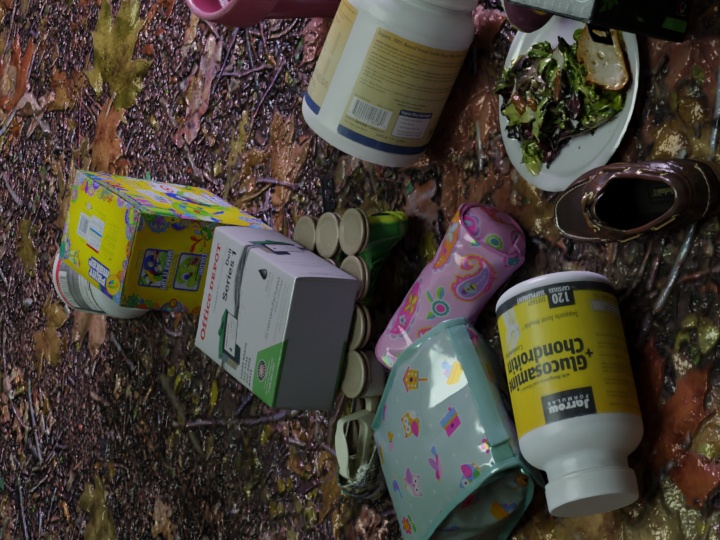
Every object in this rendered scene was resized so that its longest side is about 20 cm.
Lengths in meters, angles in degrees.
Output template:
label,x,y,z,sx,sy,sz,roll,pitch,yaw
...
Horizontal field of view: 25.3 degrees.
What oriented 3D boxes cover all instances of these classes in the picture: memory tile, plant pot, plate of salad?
label,x,y,z,sx,sy,sz,roll,pitch,yaw
memory tile,-0.031,0.037,1.726,0.153,0.017,0.202,-8,81,58
plant pot,-0.087,-0.372,1.847,0.199,0.178,0.202,-12,76,55
plate of salad,0.189,-0.176,1.530,0.199,0.048,0.202,-11,77,55

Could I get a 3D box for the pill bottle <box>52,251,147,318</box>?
label,x,y,z,sx,sy,sz,roll,pitch,yaw
pill bottle,-0.339,0.009,2.218,0.199,0.110,0.112,5,89,55

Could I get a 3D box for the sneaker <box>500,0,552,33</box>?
label,x,y,z,sx,sy,sz,roll,pitch,yaw
sneaker,0.197,-0.316,1.499,0.090,0.074,0.202,28,100,55

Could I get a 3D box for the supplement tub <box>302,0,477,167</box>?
label,x,y,z,sx,sy,sz,roll,pitch,yaw
supplement tub,0.034,-0.227,1.679,0.145,0.143,0.201,51,125,46

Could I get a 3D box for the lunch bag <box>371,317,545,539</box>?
label,x,y,z,sx,sy,sz,roll,pitch,yaw
lunch bag,0.095,0.162,1.529,0.201,0.121,0.171,112,147,-52

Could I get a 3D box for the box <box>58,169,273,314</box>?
label,x,y,z,sx,sy,sz,roll,pitch,yaw
box,-0.246,-0.034,2.018,0.200,0.191,0.123,30,109,54

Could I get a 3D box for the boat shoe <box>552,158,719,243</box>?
label,x,y,z,sx,sy,sz,roll,pitch,yaw
boat shoe,0.233,-0.062,1.422,0.199,0.070,0.071,-16,91,56

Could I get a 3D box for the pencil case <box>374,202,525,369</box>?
label,x,y,z,sx,sy,sz,roll,pitch,yaw
pencil case,0.091,0.028,1.616,0.201,0.087,0.088,-61,41,32

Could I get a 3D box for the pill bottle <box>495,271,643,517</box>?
label,x,y,z,sx,sy,sz,roll,pitch,yaw
pill bottle,0.190,0.111,1.428,0.112,0.111,0.202,-34,58,48

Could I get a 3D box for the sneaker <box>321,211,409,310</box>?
label,x,y,z,sx,sy,sz,roll,pitch,yaw
sneaker,0.000,0.000,1.771,0.200,0.074,0.084,-46,63,46

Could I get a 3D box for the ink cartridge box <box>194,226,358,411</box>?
label,x,y,z,sx,sy,sz,roll,pitch,yaw
ink cartridge box,-0.095,0.048,1.732,0.200,0.084,0.148,29,111,55

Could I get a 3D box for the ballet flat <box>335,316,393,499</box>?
label,x,y,z,sx,sy,sz,roll,pitch,yaw
ballet flat,0.009,0.149,1.727,0.072,0.072,0.202,14,97,55

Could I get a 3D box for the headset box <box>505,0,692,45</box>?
label,x,y,z,sx,sy,sz,roll,pitch,yaw
headset box,0.222,-0.296,1.374,0.092,0.173,0.202,21,102,35
